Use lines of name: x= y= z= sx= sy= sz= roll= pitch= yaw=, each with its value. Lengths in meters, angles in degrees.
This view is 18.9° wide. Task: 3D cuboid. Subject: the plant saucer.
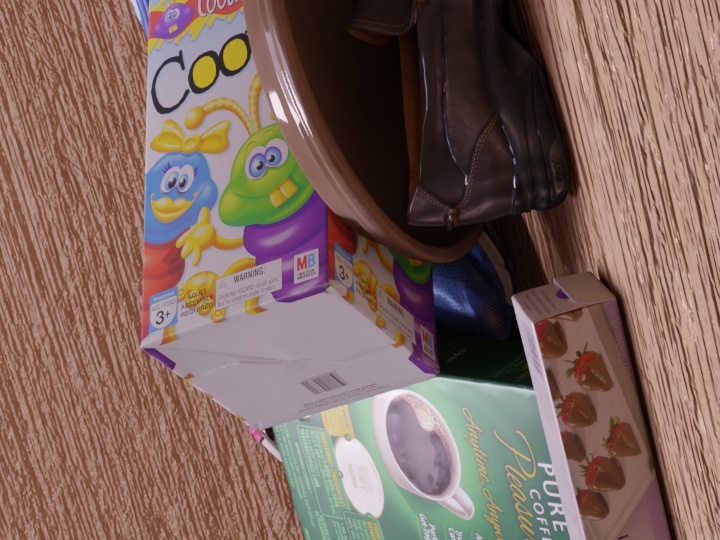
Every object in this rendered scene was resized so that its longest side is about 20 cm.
plant saucer: x=0.003 y=-0.097 z=0.983 sx=0.200 sy=0.029 sz=0.201 roll=41 pitch=-140 yaw=-47

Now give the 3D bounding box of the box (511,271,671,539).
box: x=0.109 y=0.100 z=0.947 sx=0.041 sy=0.038 sz=0.201 roll=-117 pitch=12 yaw=-71

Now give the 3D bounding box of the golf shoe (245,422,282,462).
golf shoe: x=-0.017 y=0.085 z=1.195 sx=0.200 sy=0.073 sz=0.092 roll=39 pitch=163 yaw=-32

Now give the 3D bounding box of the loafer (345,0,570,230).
loafer: x=0.028 y=-0.116 z=0.929 sx=0.073 sy=0.072 sz=0.201 roll=115 pitch=137 yaw=-82

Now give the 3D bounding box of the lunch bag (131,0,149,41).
lunch bag: x=-0.055 y=-0.185 z=1.109 sx=0.200 sy=0.160 sz=0.083 roll=95 pitch=157 yaw=-75

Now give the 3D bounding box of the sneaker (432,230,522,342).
sneaker: x=0.000 y=0.000 z=1.119 sx=0.199 sy=0.089 sz=0.079 roll=31 pitch=150 yaw=31

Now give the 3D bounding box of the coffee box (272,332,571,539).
coffee box: x=0.040 y=0.092 z=1.058 sx=0.199 sy=0.044 sz=0.124 roll=3 pitch=116 yaw=45

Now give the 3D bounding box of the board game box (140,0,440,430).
board game box: x=-0.034 y=-0.045 z=1.029 sx=0.103 sy=0.104 sz=0.201 roll=41 pitch=-141 yaw=-48

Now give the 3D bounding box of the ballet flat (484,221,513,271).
ballet flat: x=0.023 y=-0.061 z=1.172 sx=0.200 sy=0.046 sz=0.068 roll=48 pitch=155 yaw=21
